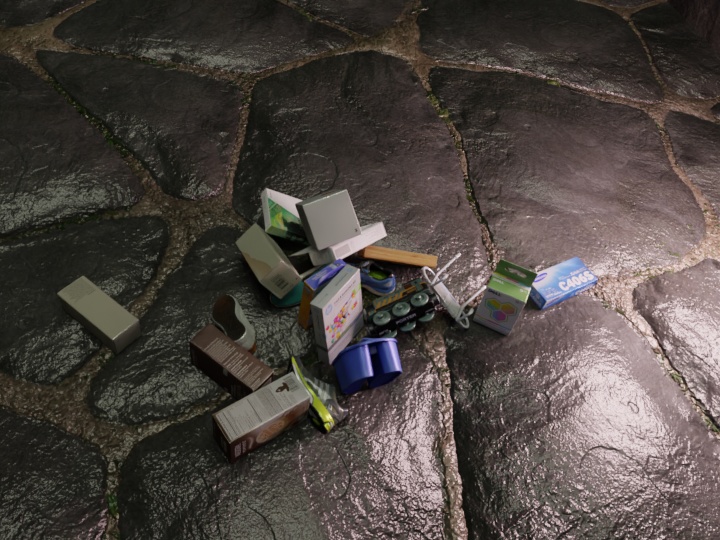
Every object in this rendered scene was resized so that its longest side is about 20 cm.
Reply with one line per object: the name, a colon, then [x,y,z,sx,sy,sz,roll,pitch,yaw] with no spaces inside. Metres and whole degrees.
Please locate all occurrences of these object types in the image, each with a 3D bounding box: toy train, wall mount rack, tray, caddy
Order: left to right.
caddy: [0.013,0.211,1.506,0.141,0.200,0.105,-8,69,-19]
tray: [0.098,-0.037,1.769,0.200,0.099,0.037,8,89,-11]
toy train: [0.101,0.097,1.660,0.200,0.085,0.114,-26,38,0]
wall mount rack: [0.255,0.046,1.720,0.200,0.075,0.174,52,28,-6]

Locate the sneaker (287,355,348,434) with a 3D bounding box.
sneaker: [-0.104,0.281,1.509,0.081,0.074,0.200,-20,64,-32]

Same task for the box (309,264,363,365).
box: [-0.053,0.107,1.566,0.041,0.200,0.156,21,48,26]

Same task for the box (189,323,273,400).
box: [-0.297,0.221,1.494,0.200,0.100,0.075,34,53,18]

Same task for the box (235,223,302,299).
box: [-0.238,-0.026,1.667,0.078,0.095,0.200,-43,42,2]

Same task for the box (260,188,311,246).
box: [-0.177,-0.141,1.804,0.200,0.036,0.145,15,44,-32]

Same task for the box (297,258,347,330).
box: [-0.092,0.053,1.604,0.119,0.200,0.041,-34,64,-32]

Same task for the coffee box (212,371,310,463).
coffee box: [-0.216,0.320,1.420,0.200,0.114,0.080,-26,60,-27]

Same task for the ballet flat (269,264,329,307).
ballet flat: [-0.143,0.033,1.695,0.200,0.069,0.070,-30,59,-3]

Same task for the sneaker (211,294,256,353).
sneaker: [-0.307,0.138,1.595,0.073,0.085,0.200,-34,40,-3]

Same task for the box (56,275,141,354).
box: [-0.623,0.104,1.552,0.200,0.068,0.082,35,54,18]

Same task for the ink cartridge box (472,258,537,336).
ink cartridge box: [0.370,0.072,1.674,0.104,0.200,0.059,24,49,10]

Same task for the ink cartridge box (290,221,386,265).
ink cartridge box: [-0.058,-0.065,1.709,0.200,0.173,0.044,-29,102,-40]

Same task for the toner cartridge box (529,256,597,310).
toner cartridge box: [0.566,0.035,1.844,0.200,0.043,0.095,-20,56,-24]

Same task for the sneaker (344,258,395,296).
sneaker: [0.000,0.000,1.739,0.200,0.089,0.079,12,49,3]

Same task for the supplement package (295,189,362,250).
supplement package: [-0.085,-0.134,1.664,0.121,0.200,0.120,-21,101,-8]
